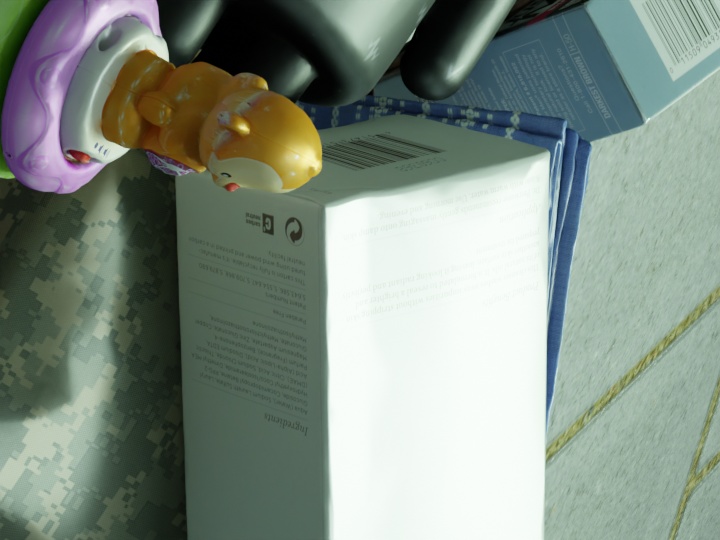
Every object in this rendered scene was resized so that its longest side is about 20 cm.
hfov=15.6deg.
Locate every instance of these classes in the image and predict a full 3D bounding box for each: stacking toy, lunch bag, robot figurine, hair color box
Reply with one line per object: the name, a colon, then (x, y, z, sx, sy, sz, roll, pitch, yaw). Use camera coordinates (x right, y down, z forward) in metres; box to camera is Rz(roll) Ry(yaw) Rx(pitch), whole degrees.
stacking toy: (-0.098, -0.066, 0.778, 0.110, 0.200, 0.116, -62, 160, -8)
lunch bag: (-0.085, 0.045, 0.968, 0.200, 0.118, 0.164, 36, 79, -38)
robot figurine: (-0.016, -0.142, 0.976, 0.200, 0.125, 0.150, -55, 152, -13)
hair color box: (0.078, -0.091, 1.184, 0.099, 0.200, 0.061, -36, 101, -36)

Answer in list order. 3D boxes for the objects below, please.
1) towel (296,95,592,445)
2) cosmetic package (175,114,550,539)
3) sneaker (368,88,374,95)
towel: (0.000, 0.000, 1.059, 0.024, 0.200, 0.145, 1, 98, -52)
cosmetic package: (0.002, 0.055, 0.920, 0.113, 0.081, 0.200, -13, 112, -41)
sneaker: (0.001, -0.074, 1.128, 0.076, 0.115, 0.200, -32, 142, -56)
